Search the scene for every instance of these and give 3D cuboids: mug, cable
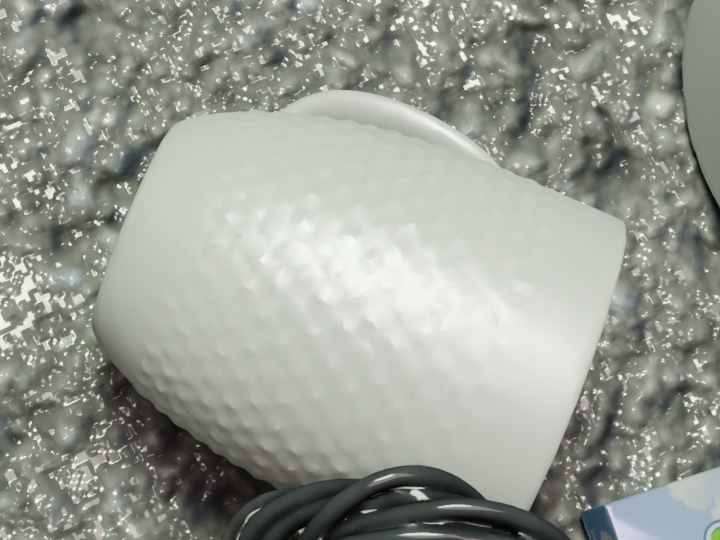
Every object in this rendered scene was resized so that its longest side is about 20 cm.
[{"bbox_3d":[0.000,0.000,0.842,0.175,0.148,0.200,22,42,-1],"label":"mug"},{"bbox_3d":[0.035,0.144,0.797,0.200,0.163,0.051,30,52,-6],"label":"cable"}]

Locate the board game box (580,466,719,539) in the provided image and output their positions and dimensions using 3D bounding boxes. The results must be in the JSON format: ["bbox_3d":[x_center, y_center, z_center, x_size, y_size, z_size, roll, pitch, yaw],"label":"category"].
[{"bbox_3d":[0.210,0.143,0.903,0.200,0.037,0.152,-16,82,-16],"label":"board game box"}]

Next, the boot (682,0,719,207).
[{"bbox_3d":[0.214,-0.038,0.940,0.095,0.074,0.200,-11,79,-33],"label":"boot"}]
